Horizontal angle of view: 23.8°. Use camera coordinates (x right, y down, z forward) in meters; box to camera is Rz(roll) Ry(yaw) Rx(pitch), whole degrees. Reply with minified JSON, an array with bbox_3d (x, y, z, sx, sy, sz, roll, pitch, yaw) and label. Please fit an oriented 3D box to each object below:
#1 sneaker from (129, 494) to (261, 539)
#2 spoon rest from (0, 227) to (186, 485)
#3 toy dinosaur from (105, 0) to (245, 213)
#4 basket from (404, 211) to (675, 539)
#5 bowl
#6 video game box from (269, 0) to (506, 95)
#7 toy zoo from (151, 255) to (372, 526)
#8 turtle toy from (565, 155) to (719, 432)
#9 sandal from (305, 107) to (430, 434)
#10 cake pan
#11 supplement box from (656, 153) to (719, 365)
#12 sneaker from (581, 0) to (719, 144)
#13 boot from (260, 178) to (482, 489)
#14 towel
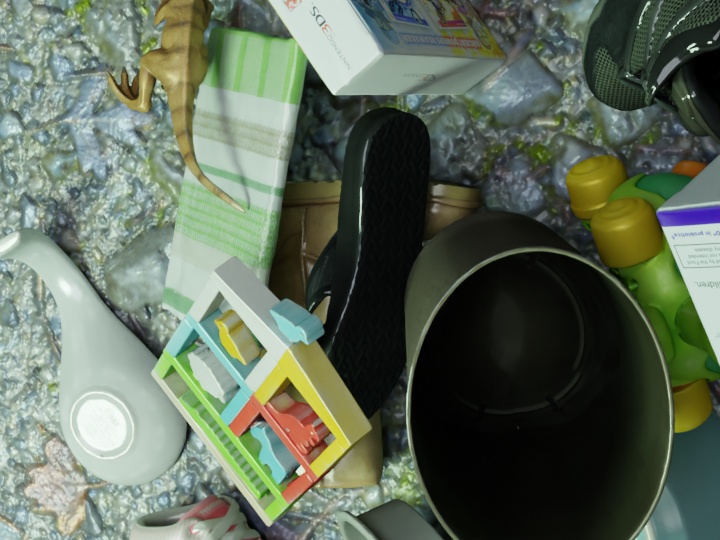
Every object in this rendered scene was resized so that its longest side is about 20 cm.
[{"bbox_3d":[-0.076,0.210,1.146,0.199,0.075,0.106,5,100,26],"label":"sneaker"},{"bbox_3d":[-0.193,0.059,1.204,0.099,0.061,0.201,-26,96,23],"label":"spoon rest"},{"bbox_3d":[-0.120,-0.128,1.119,0.106,0.060,0.202,-19,67,58],"label":"toy dinosaur"},{"bbox_3d":[0.087,0.048,0.949,0.135,0.200,0.182,-9,106,0],"label":"basket"},{"bbox_3d":[0.137,0.162,1.041,0.199,0.105,0.203,2,95,22],"label":"bowl"},{"bbox_3d":[-0.008,-0.189,1.030,0.047,0.200,0.183,-40,78,23],"label":"video game box"},{"bbox_3d":[-0.061,0.073,1.044,0.131,0.020,0.200,51,150,7],"label":"toy zoo"},{"bbox_3d":[0.194,0.010,0.974,0.100,0.200,0.147,-20,112,3],"label":"turtle toy"},{"bbox_3d":[0.001,-0.001,1.044,0.048,0.075,0.202,19,103,45],"label":"sandal"},{"bbox_3d":[0.056,0.223,1.044,0.037,0.200,0.201,-33,79,-12],"label":"cake pan"},{"bbox_3d":[0.241,0.029,0.825,0.103,0.101,0.201,-5,117,51],"label":"supplement box"},{"bbox_3d":[0.176,-0.114,0.964,0.076,0.199,0.115,24,68,-16],"label":"sneaker"},{"bbox_3d":[0.003,0.041,1.114,0.174,0.066,0.202,1,93,35],"label":"boot"},{"bbox_3d":[-0.078,-0.056,1.117,0.149,0.030,0.202,24,104,60],"label":"towel"}]
